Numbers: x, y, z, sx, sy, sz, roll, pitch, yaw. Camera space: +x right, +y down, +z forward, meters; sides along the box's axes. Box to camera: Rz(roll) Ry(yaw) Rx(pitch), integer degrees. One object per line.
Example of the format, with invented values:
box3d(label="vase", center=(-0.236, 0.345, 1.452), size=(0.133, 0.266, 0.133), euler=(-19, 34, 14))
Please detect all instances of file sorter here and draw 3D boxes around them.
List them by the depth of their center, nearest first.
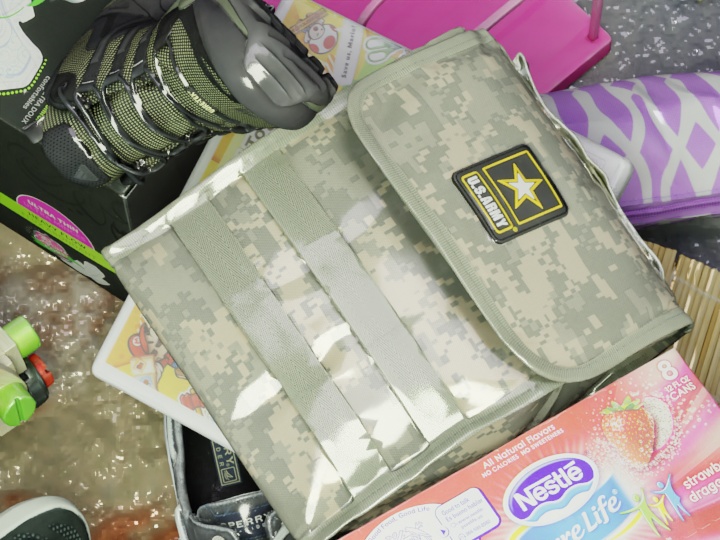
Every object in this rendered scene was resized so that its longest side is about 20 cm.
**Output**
box3d(label="file sorter", center=(0.014, -0.166, 1.232), size=(0.139, 0.126, 0.200), euler=(-39, 71, -15))

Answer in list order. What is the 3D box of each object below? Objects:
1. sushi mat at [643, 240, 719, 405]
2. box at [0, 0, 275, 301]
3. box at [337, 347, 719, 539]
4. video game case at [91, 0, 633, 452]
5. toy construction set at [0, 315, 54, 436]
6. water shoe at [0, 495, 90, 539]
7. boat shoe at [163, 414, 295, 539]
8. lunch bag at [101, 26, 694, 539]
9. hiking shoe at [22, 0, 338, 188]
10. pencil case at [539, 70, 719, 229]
box3d(label="sushi mat", center=(0.119, 0.086, 1.116), size=(0.095, 0.012, 0.201), euler=(22, 78, -21))
box3d(label="box", center=(-0.152, -0.098, 1.191), size=(0.199, 0.149, 0.125), euler=(32, 70, 14))
box3d(label="box", center=(0.071, 0.133, 1.001), size=(0.199, 0.095, 0.103), euler=(-29, 68, -19))
box3d(label="video game case", center=(0.000, 0.000, 1.109), size=(0.181, 0.023, 0.201), euler=(27, 89, 12))
box3d(label="toy construction set", center=(-0.209, 0.013, 1.145), size=(0.092, 0.131, 0.200), euler=(-23, 51, -7))
box3d(label="water shoe", center=(-0.155, 0.180, 1.042), size=(0.079, 0.072, 0.200), euler=(-1, 41, 35))
box3d(label="boat shoe", center=(-0.050, 0.124, 1.134), size=(0.071, 0.068, 0.201), euler=(-13, 66, -5))
box3d(label="lunch bag", center=(0.021, 0.008, 1.035), size=(0.200, 0.118, 0.164), euler=(-34, 76, -2))
box3d(label="hiking shoe", center=(-0.080, -0.068, 1.013), size=(0.076, 0.200, 0.101), euler=(44, 81, -21))
box3d(label="pencil case", center=(0.125, -0.047, 1.180), size=(0.199, 0.084, 0.086), euler=(-10, 58, -17))
